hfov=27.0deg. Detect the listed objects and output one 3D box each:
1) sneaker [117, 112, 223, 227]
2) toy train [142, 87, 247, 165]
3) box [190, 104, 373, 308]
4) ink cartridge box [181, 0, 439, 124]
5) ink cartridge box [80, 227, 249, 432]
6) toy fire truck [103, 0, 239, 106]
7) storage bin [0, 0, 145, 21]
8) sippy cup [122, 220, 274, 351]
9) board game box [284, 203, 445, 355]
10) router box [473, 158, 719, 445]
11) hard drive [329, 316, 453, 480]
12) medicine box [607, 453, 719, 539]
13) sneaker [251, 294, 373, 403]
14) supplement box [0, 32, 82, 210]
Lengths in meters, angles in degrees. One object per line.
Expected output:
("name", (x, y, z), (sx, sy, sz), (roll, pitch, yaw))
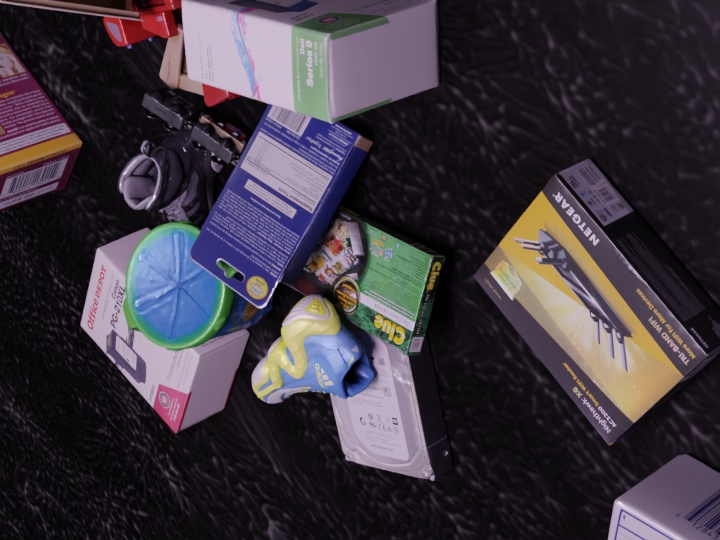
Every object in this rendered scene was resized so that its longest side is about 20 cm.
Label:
("sneaker", (-0.212, -0.074, 1.668), (0.075, 0.114, 0.200), (32, 131, 35))
("toy train", (-0.146, -0.136, 1.593), (0.200, 0.046, 0.034), (34, 126, 15))
("box", (-0.083, -0.071, 1.511), (0.121, 0.032, 0.200), (34, 97, 32))
("ink cartridge box", (-0.047, -0.212, 1.384), (0.200, 0.145, 0.088), (20, 123, 42))
("ink cartridge box", (-0.239, 0.070, 1.798), (0.200, 0.084, 0.145), (44, 136, 23))
("toy fire truck", (-0.199, -0.247, 1.614), (0.200, 0.049, 0.141), (2, 112, 49))
("storage bin", (-0.299, -0.361, 1.507), (0.094, 0.198, 0.200), (13, 99, 42))
("sippy cup", (-0.164, 0.017, 1.634), (0.178, 0.130, 0.140), (13, 96, 31))
("board game box", (0.000, 0.000, 1.505), (0.200, 0.023, 0.105), (29, 109, 43))
("router box", (0.207, 0.029, 1.299), (0.200, 0.052, 0.157), (52, 140, 16))
("hard drive", (0.020, 0.115, 1.570), (0.140, 0.038, 0.200), (7, 114, 46))
("medicine box", (0.307, 0.295, 1.289), (0.182, 0.103, 0.200), (29, 130, 36))
("sneaker", (-0.049, 0.109, 1.554), (0.105, 0.076, 0.200), (42, 151, 10))
("supplement box", (-0.465, -0.185, 1.882), (0.200, 0.131, 0.103), (53, 140, 16))
